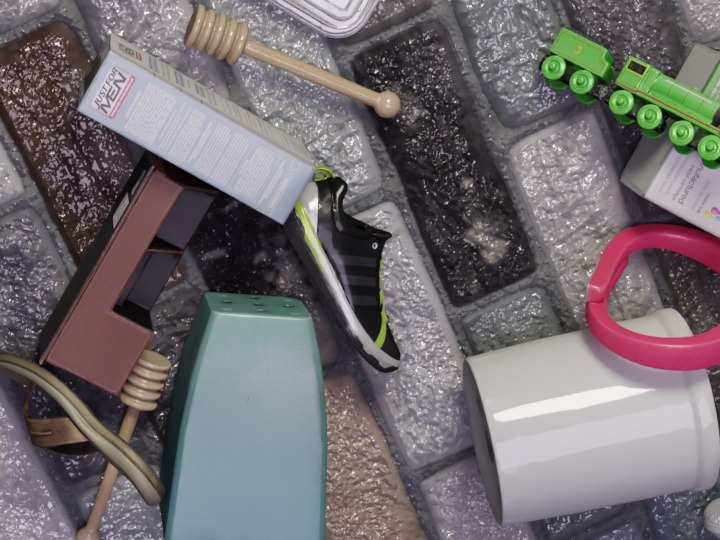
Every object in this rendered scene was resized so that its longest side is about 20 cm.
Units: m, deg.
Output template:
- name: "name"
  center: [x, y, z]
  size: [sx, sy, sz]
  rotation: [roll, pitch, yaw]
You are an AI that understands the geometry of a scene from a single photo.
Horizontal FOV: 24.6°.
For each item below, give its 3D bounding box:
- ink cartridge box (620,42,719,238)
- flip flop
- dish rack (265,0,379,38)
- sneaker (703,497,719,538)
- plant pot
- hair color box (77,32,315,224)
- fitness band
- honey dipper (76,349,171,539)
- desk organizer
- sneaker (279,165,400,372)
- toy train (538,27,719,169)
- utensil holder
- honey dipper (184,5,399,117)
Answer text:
- name: "ink cartridge box"
  center: [0.364, -0.095, 1.515]
  size: [0.199, 0.084, 0.145]
  rotation: [26, 100, -15]
- name: "flip flop"
  center: [-0.254, 0.143, 1.449]
  size: [0.200, 0.081, 0.058]
  rotation: [41, 80, 12]
- name: "dish rack"
  center: [-0.028, -0.315, 1.411]
  size: [0.171, 0.044, 0.201]
  rotation: [29, 98, -15]
- name: "sneaker"
  center: [0.427, 0.289, 1.640]
  size: [0.199, 0.075, 0.116]
  rotation: [7, 102, -14]
- name: "plant pot"
  center: [-0.101, 0.127, 1.481]
  size: [0.140, 0.141, 0.201]
  rotation: [4, 99, -10]
- name: "hair color box"
  center: [-0.141, -0.122, 1.417]
  size: [0.199, 0.099, 0.061]
  rotation: [30, 100, -16]
- name: "fitness band"
  center: [0.279, 0.022, 1.482]
  size: [0.143, 0.200, 0.038]
  rotation: [18, 125, 15]
- name: "honey dipper"
  center: [-0.221, 0.170, 1.523]
  size: [0.038, 0.038, 0.201]
  rotation: [16, 105, -13]
- name: "desk organizer"
  center: [-0.202, 0.003, 1.459]
  size: [0.077, 0.072, 0.201]
  rotation: [28, 100, -18]
- name: "sneaker"
  center: [0.000, 0.000, 1.490]
  size: [0.083, 0.072, 0.201]
  rotation: [-31, 108, -1]
- name: "toy train"
  center: [0.248, -0.153, 1.450]
  size: [0.199, 0.042, 0.057]
  rotation: [30, 89, 22]
- name: "utensil holder"
  center: [0.207, 0.138, 1.514]
  size: [0.199, 0.170, 0.171]
  rotation: [-12, 108, -4]
- name: "honey dipper"
  center: [-0.055, -0.179, 1.443]
  size: [0.199, 0.038, 0.038]
  rotation: [19, 102, -17]
